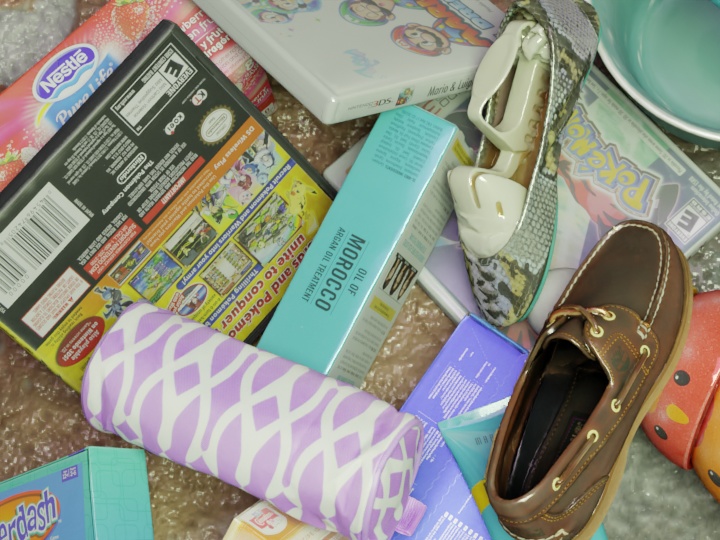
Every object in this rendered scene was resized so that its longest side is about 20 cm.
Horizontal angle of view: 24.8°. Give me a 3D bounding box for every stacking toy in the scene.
[{"bbox_3d":[0.184,0.056,0.959,0.200,0.146,0.146,24,77,22],"label":"stacking toy"}]

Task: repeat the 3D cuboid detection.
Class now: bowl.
[{"bbox_3d":[0.238,-0.155,1.023,0.200,0.105,0.202,-2,73,5],"label":"bowl"}]

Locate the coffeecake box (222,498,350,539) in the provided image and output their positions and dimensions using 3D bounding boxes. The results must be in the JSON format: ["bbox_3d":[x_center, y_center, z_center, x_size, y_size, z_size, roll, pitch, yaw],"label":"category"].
[{"bbox_3d":[-0.011,0.243,0.912,0.200,0.073,0.154,33,108,13],"label":"coffeecake box"}]

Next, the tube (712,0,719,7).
[{"bbox_3d":[0.248,-0.155,0.941,0.200,0.050,0.077,40,88,9],"label":"tube"}]

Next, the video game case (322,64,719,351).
[{"bbox_3d":[0.107,-0.049,1.046,0.182,0.023,0.200,-41,75,-7],"label":"video game case"}]

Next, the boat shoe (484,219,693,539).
[{"bbox_3d":[0.124,0.054,0.886,0.070,0.070,0.200,3,61,38],"label":"boat shoe"}]

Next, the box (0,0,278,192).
[{"bbox_3d":[-0.159,-0.089,1.040,0.200,0.100,0.095,-42,75,-7],"label":"box"}]

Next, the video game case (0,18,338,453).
[{"bbox_3d":[-0.123,-0.017,0.989,0.200,0.025,0.181,-48,119,-6],"label":"video game case"}]

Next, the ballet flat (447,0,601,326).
[{"bbox_3d":[0.085,-0.069,0.963,0.072,0.072,0.201,14,92,9],"label":"ballet flat"}]

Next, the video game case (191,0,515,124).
[{"bbox_3d":[-0.011,-0.169,1.014,0.182,0.024,0.200,-17,50,-39],"label":"video game case"}]

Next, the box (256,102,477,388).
[{"bbox_3d":[0.000,0.000,0.993,0.049,0.082,0.200,27,87,17],"label":"box"}]

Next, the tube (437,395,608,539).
[{"bbox_3d":[0.108,0.156,0.903,0.077,0.050,0.200,-18,57,-1],"label":"tube"}]

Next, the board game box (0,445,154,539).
[{"bbox_3d":[-0.176,0.216,0.937,0.152,0.045,0.201,-22,69,40],"label":"board game box"}]

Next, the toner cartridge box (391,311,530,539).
[{"bbox_3d":[0.047,0.134,0.974,0.095,0.043,0.200,35,86,12],"label":"toner cartridge box"}]

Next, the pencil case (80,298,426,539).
[{"bbox_3d":[-0.061,0.087,0.911,0.200,0.086,0.084,22,56,21],"label":"pencil case"}]
